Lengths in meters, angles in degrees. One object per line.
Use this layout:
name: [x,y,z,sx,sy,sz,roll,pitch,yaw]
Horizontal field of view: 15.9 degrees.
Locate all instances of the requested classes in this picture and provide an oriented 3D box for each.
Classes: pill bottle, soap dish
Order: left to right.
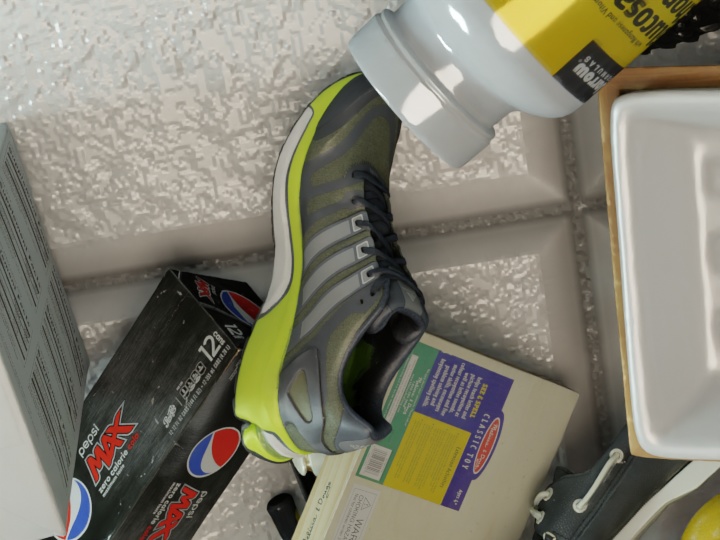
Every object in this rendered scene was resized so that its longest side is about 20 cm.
pill bottle: [0.094,-0.143,1.199,0.200,0.112,0.112,-42,108,12]
soap dish: [0.201,-0.006,1.247,0.156,0.081,0.202,0,109,22]

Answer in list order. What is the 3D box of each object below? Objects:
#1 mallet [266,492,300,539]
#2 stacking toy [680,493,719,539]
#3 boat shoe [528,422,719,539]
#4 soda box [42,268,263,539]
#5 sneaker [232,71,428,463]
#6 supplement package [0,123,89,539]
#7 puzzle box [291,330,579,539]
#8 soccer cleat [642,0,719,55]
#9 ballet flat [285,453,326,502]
mallet: [-0.006,0.212,1.432,0.041,0.066,0.201,-19,97,11]
stacking toy: [0.202,0.161,1.328,0.145,0.146,0.202,7,103,-5]
boat shoe: [0.125,0.125,1.362,0.200,0.076,0.060,-42,80,-10]
soda box: [-0.113,0.099,1.349,0.063,0.071,0.201,11,119,-51]
sneaker: [0.000,0.000,1.283,0.081,0.074,0.202,5,82,36]
supplement package: [-0.247,0.047,1.263,0.190,0.200,0.148,-15,112,4]
puzzle box: [0.027,0.134,1.340,0.133,0.025,0.201,22,91,-40]
soccer cleat: [0.190,-0.182,1.265,0.200,0.074,0.068,-38,148,29]
ballet flat: [-0.005,0.106,1.366,0.073,0.073,0.201,-17,112,5]
